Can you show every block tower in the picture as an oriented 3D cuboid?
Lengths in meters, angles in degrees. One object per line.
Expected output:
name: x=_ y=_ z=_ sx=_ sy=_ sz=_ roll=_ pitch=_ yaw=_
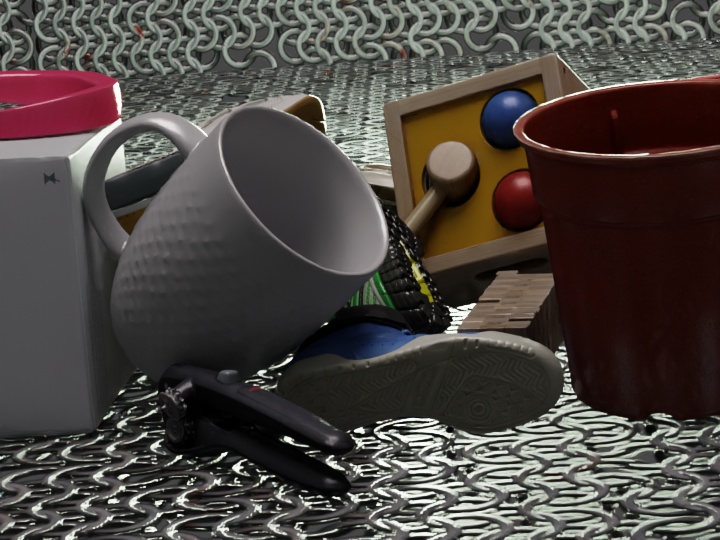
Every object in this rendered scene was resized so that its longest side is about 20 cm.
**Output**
block tower: x=0.115 y=0.047 z=1.671 sx=0.057 sy=0.055 sz=0.200 roll=-1 pitch=13 yaw=12

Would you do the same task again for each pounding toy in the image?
pounding toy: x=0.091 y=-0.058 z=1.824 sx=0.199 sy=0.186 sz=0.142 roll=-15 pitch=-20 yaw=20

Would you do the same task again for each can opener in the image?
can opener: x=-0.068 y=0.100 z=1.458 sx=0.078 sy=0.064 sz=0.199 roll=-16 pitch=16 yaw=-32

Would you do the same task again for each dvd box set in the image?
dvd box set: x=-0.110 y=-0.040 z=1.698 sx=0.145 sy=0.030 sz=0.200 roll=-22 pitch=-23 yaw=-4

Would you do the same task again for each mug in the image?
mug: x=-0.107 y=-0.021 z=1.553 sx=0.175 sy=0.200 sz=0.148 roll=-44 pitch=1 yaw=31

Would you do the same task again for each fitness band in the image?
fitness band: x=-0.259 y=-0.128 z=1.707 sx=0.142 sy=0.038 sz=0.200 roll=-5 pitch=12 yaw=-19

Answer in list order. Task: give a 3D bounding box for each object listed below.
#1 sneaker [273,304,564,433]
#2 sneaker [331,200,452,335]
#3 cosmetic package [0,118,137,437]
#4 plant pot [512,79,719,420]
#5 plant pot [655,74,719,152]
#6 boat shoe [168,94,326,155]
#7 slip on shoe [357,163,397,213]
sneaker: x=0.044 y=0.064 z=1.552 sx=0.198 sy=0.077 sz=0.111 roll=-9 pitch=20 yaw=11
sneaker: x=0.000 y=0.000 z=1.698 sx=0.085 sy=0.078 sz=0.200 roll=-39 pitch=33 yaw=14
cosmetic package: x=-0.244 y=0.001 z=1.652 sx=0.122 sy=0.201 sz=0.200 roll=-3 pitch=11 yaw=4
plant pot: x=0.212 y=-0.013 z=1.544 sx=0.199 sy=0.197 sz=0.201 roll=-6 pitch=18 yaw=2
plant pot: x=0.284 y=-0.049 z=1.719 sx=0.199 sy=0.184 sz=0.201 roll=-10 pitch=14 yaw=3
boat shoe: x=-0.111 y=-0.090 z=1.791 sx=0.069 sy=0.071 sz=0.200 roll=11 pitch=27 yaw=35
slip on shoe: x=0.075 y=-0.048 z=1.997 sx=0.198 sy=0.077 sz=0.061 roll=14 pitch=30 yaw=15
